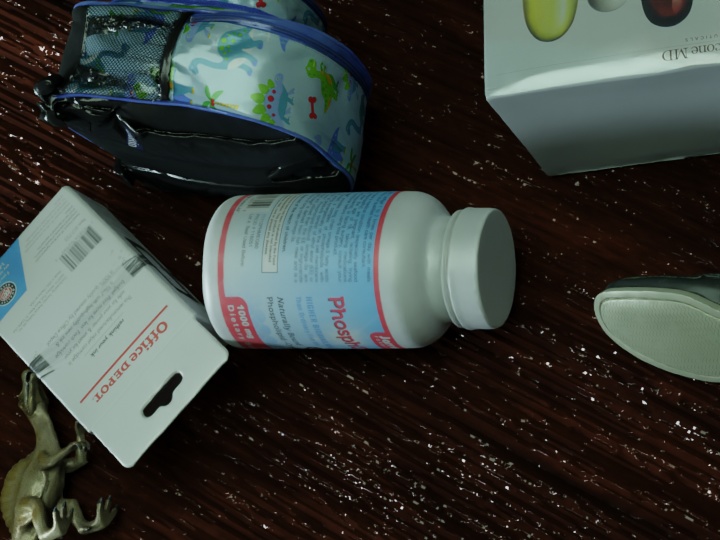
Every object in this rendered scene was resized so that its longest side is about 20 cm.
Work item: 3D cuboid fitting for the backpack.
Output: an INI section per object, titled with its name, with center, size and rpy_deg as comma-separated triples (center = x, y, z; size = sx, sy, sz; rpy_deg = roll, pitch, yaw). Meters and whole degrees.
[backpack]
center = -0.094, -0.135, 1.563
size = 0.200, 0.183, 0.147
rpy_deg = 10, 77, 22

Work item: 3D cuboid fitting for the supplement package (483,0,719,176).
[supplement package]
center = 0.192, -0.191, 1.483
size = 0.191, 0.147, 0.200
rpy_deg = -7, 69, 20

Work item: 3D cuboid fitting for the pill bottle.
[pill bottle]
center = 0.000, 0.000, 1.521
size = 0.200, 0.109, 0.109
rpy_deg = -1, 73, 23

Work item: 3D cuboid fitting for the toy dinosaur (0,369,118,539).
[toy dinosaur]
center = -0.232, 0.174, 1.598
size = 0.101, 0.058, 0.200
rpy_deg = -2, 69, 42

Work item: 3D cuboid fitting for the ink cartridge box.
[ink cartridge box]
center = -0.178, 0.047, 1.601
size = 0.116, 0.068, 0.200
rpy_deg = -48, 62, 4

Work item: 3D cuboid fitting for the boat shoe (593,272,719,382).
[boat shoe]
center = 0.251, 0.030, 1.442
size = 0.200, 0.072, 0.068
rpy_deg = 3, 38, 30
